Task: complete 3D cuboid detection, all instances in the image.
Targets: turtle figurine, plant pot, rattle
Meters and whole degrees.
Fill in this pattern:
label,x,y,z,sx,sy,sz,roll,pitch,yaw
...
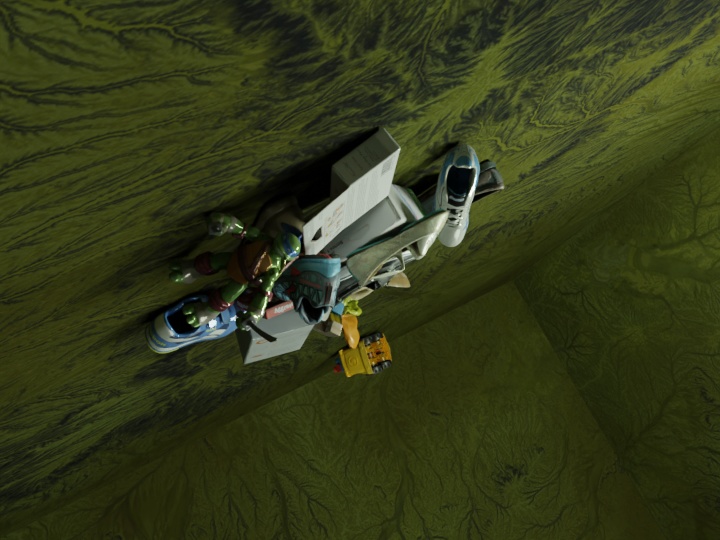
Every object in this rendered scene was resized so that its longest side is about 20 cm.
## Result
label,x,y,z,sx,sy,sz,roll,pitch,yaw
turtle figurine,-0.183,0.006,1.144,0.193,0.144,0.201,-24,-152,34
plant pot,0.000,0.000,1.647,0.198,0.028,0.200,11,-177,-1
rattle,0.028,0.070,2.041,0.199,0.144,0.130,-25,152,8

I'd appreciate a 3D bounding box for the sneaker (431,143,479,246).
label,x,y,z,sx,sy,sz,roll,pitch,yaw
sneaker,0.161,-0.121,1.491,0.073,0.071,0.201,-73,170,-52

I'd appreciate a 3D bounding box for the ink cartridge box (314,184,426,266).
label,x,y,z,sx,sy,sz,roll,pitch,yaw
ink cartridge box,0.022,-0.076,1.476,0.144,0.084,0.200,-34,169,17

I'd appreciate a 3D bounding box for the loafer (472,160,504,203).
label,x,y,z,sx,sy,sz,roll,pitch,yaw
loafer,0.198,-0.139,1.720,0.200,0.063,0.072,-37,167,31

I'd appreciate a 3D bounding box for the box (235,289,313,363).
label,x,y,z,sx,sy,sz,roll,pitch,yaw
box,-0.173,0.099,1.668,0.123,0.098,0.200,-14,165,-17

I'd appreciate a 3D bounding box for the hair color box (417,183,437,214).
label,x,y,z,sx,sy,sz,roll,pitch,yaw
hair color box,0.110,-0.097,1.612,0.199,0.061,0.099,-34,-170,19

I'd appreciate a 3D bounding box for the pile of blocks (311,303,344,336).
label,x,y,z,sx,sy,sz,roll,pitch,yaw
pile of blocks,-0.079,0.053,1.695,0.062,0.200,0.082,26,109,-27

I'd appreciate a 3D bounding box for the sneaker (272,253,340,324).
label,x,y,z,sx,sy,sz,roll,pitch,yaw
sneaker,-0.089,0.036,1.300,0.078,0.097,0.200,0,170,-21

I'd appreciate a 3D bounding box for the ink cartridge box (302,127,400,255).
label,x,y,z,sx,sy,sz,roll,pitch,yaw
ink cartridge box,-0.027,-0.104,1.250,0.176,0.045,0.200,-39,171,-11

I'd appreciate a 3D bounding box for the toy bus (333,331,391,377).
label,x,y,z,sx,sy,sz,roll,pitch,yaw
toy bus,-0.001,0.320,3.157,0.191,0.137,0.200,-20,177,26

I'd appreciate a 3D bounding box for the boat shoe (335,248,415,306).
label,x,y,z,sx,sy,sz,roll,pitch,yaw
boat shoe,0.017,0.007,1.442,0.199,0.057,0.069,-21,178,-27

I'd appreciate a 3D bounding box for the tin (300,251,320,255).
label,x,y,z,sx,sy,sz,roll,pitch,yaw
tin,-0.128,-0.012,1.501,0.111,0.042,0.200,-28,169,9

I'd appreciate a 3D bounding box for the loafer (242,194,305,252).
label,x,y,z,sx,sy,sz,roll,pitch,yaw
loafer,-0.127,-0.040,1.288,0.075,0.068,0.200,-23,166,-21

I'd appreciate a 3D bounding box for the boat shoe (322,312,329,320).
label,x,y,z,sx,sy,sz,roll,pitch,yaw
boat shoe,-0.076,0.040,1.571,0.060,0.075,0.200,12,-166,8

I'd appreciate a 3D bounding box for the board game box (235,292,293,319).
label,x,y,z,sx,sy,sz,roll,pitch,yaw
board game box,-0.102,0.031,1.471,0.199,0.020,0.103,-23,-157,-32

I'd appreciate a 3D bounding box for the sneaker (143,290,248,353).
label,x,y,z,sx,sy,sz,roll,pitch,yaw
sneaker,-0.263,0.078,1.455,0.199,0.074,0.082,-24,166,-35

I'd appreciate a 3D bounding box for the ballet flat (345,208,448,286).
label,x,y,z,sx,sy,sz,roll,pitch,yaw
ballet flat,0.068,-0.033,1.402,0.199,0.063,0.067,-27,171,-17
